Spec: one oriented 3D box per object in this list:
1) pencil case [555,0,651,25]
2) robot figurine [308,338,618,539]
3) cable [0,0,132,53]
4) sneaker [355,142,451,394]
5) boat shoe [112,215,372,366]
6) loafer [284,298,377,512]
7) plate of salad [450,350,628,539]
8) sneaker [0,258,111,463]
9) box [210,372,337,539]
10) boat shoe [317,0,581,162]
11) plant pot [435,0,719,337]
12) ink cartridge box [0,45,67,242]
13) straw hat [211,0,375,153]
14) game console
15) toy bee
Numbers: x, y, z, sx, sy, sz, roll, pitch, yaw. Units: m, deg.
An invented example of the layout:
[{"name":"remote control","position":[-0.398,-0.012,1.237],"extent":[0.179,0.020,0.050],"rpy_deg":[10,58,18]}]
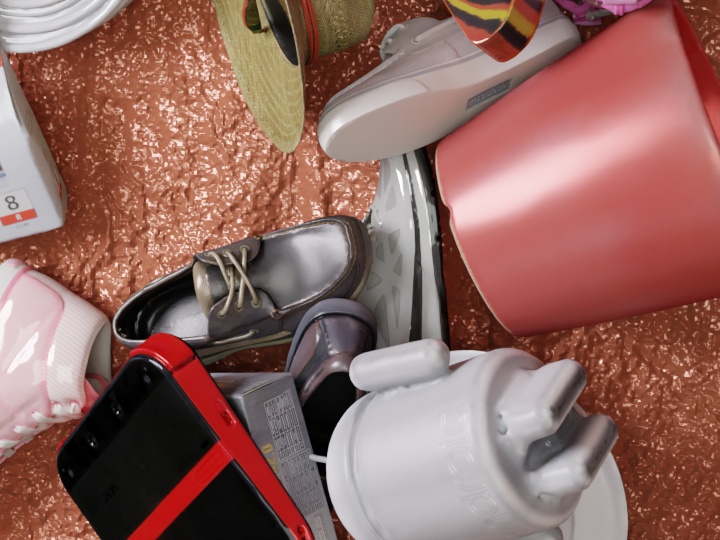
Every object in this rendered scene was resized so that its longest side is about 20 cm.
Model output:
[{"name":"pencil case","position":[0.151,-0.200,1.050],"extent":[0.090,0.200,0.094],"rpy_deg":[8,98,3]},{"name":"robot figurine","position":[0.059,0.117,1.052],"extent":[0.200,0.113,0.170],"rpy_deg":[-23,102,38]},{"name":"cable","position":[-0.226,-0.250,1.140],"extent":[0.200,0.069,0.200],"rpy_deg":[30,101,-1]},{"name":"sneaker","position":[0.000,0.000,1.159],"extent":[0.115,0.076,0.201],"rpy_deg":[-4,101,3]},{"name":"boat shoe","position":[-0.082,0.019,1.139],"extent":[0.200,0.073,0.075],"rpy_deg":[-27,72,26]},{"name":"loafer","position":[-0.031,0.111,1.147],"extent":[0.072,0.063,0.200],"rpy_deg":[7,128,-8]},{"name":"plate of salad","position":[0.092,0.146,1.141],"extent":[0.199,0.048,0.201],"rpy_deg":[12,113,31]},{"name":"sneaker","position":[-0.241,0.102,1.195],"extent":[0.104,0.075,0.201],"rpy_deg":[24,96,5]},{"name":"box","position":[-0.087,0.171,1.161],"extent":[0.158,0.048,0.201],"rpy_deg":[-3,105,49]},{"name":"boat shoe","position":[0.050,-0.135,1.106],"extent":[0.200,0.072,0.069],"rpy_deg":[-27,67,-17]},{"name":"plant pot","position":[0.156,-0.053,1.088],"extent":[0.177,0.200,0.201],"rpy_deg":[-22,97,17]},{"name":"ink cartridge box","position":[-0.305,-0.097,1.137],"extent":[0.162,0.050,0.200],"rpy_deg":[-14,131,6]},{"name":"straw hat","position":[-0.037,-0.184,1.096],"extent":[0.085,0.201,0.202],"rpy_deg":[-18,98,-16]},{"name":"game console","position":[-0.123,0.151,1.137],"extent":[0.177,0.031,0.200],"rpy_deg":[52,138,9]},{"name":"toy bee","position":[0.057,-0.230,1.068],"extent":[0.200,0.131,0.109],"rpy_deg":[44,103,13]}]
